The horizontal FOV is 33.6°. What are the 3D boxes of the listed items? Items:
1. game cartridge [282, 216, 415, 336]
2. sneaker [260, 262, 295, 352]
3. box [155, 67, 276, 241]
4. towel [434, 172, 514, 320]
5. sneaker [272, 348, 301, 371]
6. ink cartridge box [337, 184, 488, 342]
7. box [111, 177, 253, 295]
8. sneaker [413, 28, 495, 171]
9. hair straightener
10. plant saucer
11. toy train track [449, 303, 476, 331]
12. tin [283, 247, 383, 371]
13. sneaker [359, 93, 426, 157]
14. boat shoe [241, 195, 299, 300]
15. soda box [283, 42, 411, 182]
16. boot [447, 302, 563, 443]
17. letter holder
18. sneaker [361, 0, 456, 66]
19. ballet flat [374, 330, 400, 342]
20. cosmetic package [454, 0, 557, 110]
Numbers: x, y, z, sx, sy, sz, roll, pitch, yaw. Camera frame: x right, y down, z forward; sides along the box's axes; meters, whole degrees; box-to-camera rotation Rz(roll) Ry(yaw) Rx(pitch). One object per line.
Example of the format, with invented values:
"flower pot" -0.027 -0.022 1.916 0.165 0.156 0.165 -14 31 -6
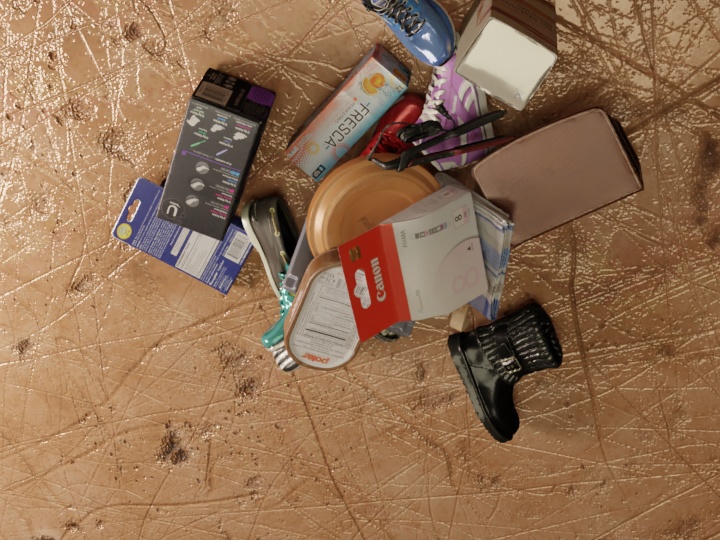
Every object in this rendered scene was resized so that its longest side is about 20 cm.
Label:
"game cartridge" 0.000 0.000 1.716 0.200 0.041 0.133 23 79 -12
"sneaker" -0.090 0.027 1.747 0.080 0.078 0.200 35 83 -22
"box" -0.206 -0.165 1.693 0.106 0.122 0.200 20 119 -3
"towel" 0.151 -0.033 1.703 0.147 0.024 0.200 38 145 30
"sneaker" -0.034 0.085 1.820 0.200 0.115 0.076 -32 74 27
"ink cartridge box" 0.077 -0.003 1.615 0.057 0.200 0.163 24 136 46
"box" -0.265 -0.058 1.813 0.200 0.032 0.121 28 119 -9
"sneaker" 0.109 -0.228 1.619 0.114 0.073 0.201 -23 115 -9
"hair straightener" 0.102 -0.185 1.592 0.200 0.041 0.077 -15 100 -3
"plant saucer" 0.026 -0.063 1.644 0.200 0.032 0.200 -6 116 -12
"toy train track" 0.172 -0.005 1.776 0.115 0.033 0.200 28 118 33
"tin" -0.039 0.058 1.662 0.112 0.042 0.200 18 122 -8
"sneaker" 0.031 -0.147 1.672 0.078 0.116 0.200 27 119 -7
"boat shoe" -0.107 -0.019 1.786 0.061 0.072 0.201 -16 114 28
"soda box" -0.018 -0.220 1.669 0.068 0.064 0.200 39 118 -14
"boot" 0.243 0.162 1.834 0.158 0.079 0.211 -20 114 18
"letter holder" 0.268 -0.148 1.649 0.200 0.101 0.142 -25 110 20
"sneaker" 0.043 -0.343 1.550 0.200 0.089 0.079 50 123 2
"ballet flat" 0.035 0.023 1.792 0.072 0.072 0.200 -3 120 10
"cosmetic package" 0.187 -0.296 1.518 0.103 0.200 0.087 29 120 -10
